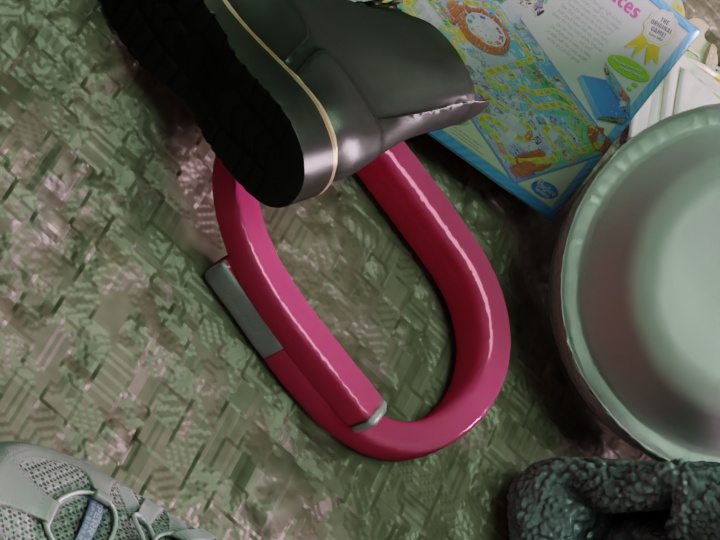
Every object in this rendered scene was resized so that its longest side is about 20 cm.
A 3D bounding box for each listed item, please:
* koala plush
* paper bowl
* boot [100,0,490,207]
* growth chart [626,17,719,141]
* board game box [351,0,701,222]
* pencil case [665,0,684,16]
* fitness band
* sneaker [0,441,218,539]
[{"bbox_3d":[0.179,0.203,0.954,0.176,0.183,0.202,15,76,-35],"label":"koala plush"},{"bbox_3d":[0.203,0.010,1.009,0.199,0.104,0.203,0,87,0],"label":"paper bowl"},{"bbox_3d":[-0.039,-0.130,0.933,0.138,0.077,0.201,-22,75,-40],"label":"boot"},{"bbox_3d":[0.238,-0.069,1.200,0.200,0.018,0.145,39,52,-22],"label":"growth chart"},{"bbox_3d":[0.068,-0.133,1.012,0.199,0.135,0.034,34,11,-26],"label":"board game box"},{"bbox_3d":[0.092,-0.168,1.072,0.199,0.083,0.091,29,74,-28],"label":"pencil case"},{"bbox_3d":[0.000,0.000,0.958,0.201,0.037,0.144,54,48,-12],"label":"fitness band"},{"bbox_3d":[-0.083,0.127,0.807,0.199,0.082,0.075,34,54,-26],"label":"sneaker"}]
